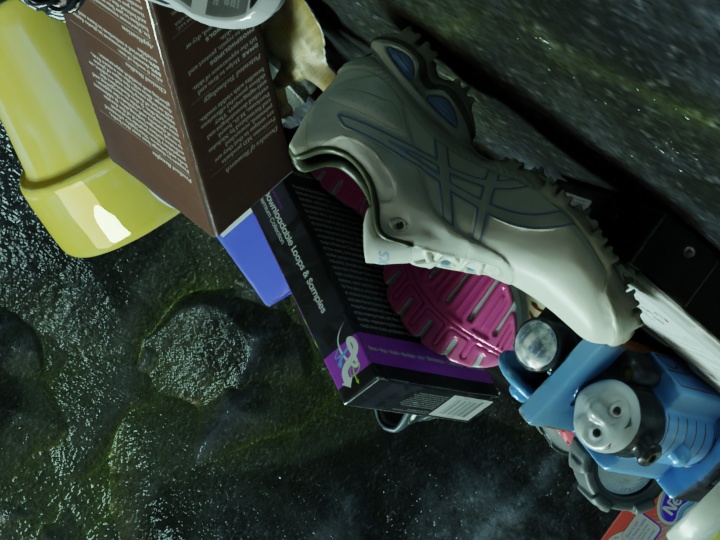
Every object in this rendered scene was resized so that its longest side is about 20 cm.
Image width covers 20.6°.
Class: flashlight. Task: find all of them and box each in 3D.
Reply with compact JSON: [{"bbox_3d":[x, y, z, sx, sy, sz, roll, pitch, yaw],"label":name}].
[{"bbox_3d":[0.155,0.109,1.345,0.067,0.068,0.200,2,-170,-10],"label":"flashlight"}]

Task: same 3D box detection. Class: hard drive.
[{"bbox_3d":[0.191,0.031,1.056,0.200,0.038,0.140,37,177,-21],"label":"hard drive"}]

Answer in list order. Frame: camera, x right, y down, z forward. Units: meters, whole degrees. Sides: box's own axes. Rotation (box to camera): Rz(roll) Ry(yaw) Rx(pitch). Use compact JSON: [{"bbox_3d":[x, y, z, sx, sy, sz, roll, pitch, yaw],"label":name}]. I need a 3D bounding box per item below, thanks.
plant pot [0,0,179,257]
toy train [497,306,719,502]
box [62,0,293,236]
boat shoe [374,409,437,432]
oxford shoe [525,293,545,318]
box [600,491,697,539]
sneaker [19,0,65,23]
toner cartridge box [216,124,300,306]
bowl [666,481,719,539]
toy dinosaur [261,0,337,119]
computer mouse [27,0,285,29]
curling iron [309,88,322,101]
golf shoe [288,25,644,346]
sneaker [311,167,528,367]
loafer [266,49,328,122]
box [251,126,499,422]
[{"bbox_3d":[-0.192,-0.144,1.461,0.189,0.200,0.201,54,171,-20],"label":"plant pot"},{"bbox_3d":[0.165,0.073,1.160,0.199,0.087,0.114,16,-151,-54],"label":"toy train"},{"bbox_3d":[-0.107,-0.124,1.115,0.100,0.075,0.201,36,153,30],"label":"box"},{"bbox_3d":[0.042,0.025,1.376,0.075,0.062,0.201,32,131,25],"label":"boat shoe"},{"bbox_3d":[0.135,0.028,1.258,0.071,0.074,0.200,37,177,33],"label":"oxford shoe"},{"bbox_3d":[0.227,0.182,1.341,0.102,0.201,0.095,35,176,14],"label":"box"},{"bbox_3d":[-0.225,-0.246,1.330,0.200,0.080,0.077,43,135,-9],"label":"sneaker"},{"bbox_3d":[-0.036,-0.048,1.353,0.095,0.043,0.200,55,-154,1],"label":"toner cartridge box"},{"bbox_3d":[0.238,0.162,1.120,0.108,0.200,0.200,47,179,13],"label":"bowl"},{"bbox_3d":[-0.054,-0.148,1.145,0.200,0.058,0.101,50,160,0],"label":"toy dinosaur"},{"bbox_3d":[-0.089,-0.160,0.957,0.044,0.111,0.199,1,-163,-46],"label":"computer mouse"},{"bbox_3d":[-0.010,-0.107,1.325,0.200,0.026,0.050,39,179,-32],"label":"curling iron"},{"bbox_3d":[0.049,-0.021,0.985,0.200,0.097,0.078,45,165,14],"label":"golf shoe"},{"bbox_3d":[0.051,-0.027,1.241,0.088,0.081,0.201,6,-131,-57],"label":"sneaker"},{"bbox_3d":[-0.111,-0.162,1.246,0.199,0.070,0.070,36,177,21],"label":"loafer"},{"bbox_3d":[0.000,0.000,1.259,0.143,0.036,0.201,14,-135,-54],"label":"box"}]
